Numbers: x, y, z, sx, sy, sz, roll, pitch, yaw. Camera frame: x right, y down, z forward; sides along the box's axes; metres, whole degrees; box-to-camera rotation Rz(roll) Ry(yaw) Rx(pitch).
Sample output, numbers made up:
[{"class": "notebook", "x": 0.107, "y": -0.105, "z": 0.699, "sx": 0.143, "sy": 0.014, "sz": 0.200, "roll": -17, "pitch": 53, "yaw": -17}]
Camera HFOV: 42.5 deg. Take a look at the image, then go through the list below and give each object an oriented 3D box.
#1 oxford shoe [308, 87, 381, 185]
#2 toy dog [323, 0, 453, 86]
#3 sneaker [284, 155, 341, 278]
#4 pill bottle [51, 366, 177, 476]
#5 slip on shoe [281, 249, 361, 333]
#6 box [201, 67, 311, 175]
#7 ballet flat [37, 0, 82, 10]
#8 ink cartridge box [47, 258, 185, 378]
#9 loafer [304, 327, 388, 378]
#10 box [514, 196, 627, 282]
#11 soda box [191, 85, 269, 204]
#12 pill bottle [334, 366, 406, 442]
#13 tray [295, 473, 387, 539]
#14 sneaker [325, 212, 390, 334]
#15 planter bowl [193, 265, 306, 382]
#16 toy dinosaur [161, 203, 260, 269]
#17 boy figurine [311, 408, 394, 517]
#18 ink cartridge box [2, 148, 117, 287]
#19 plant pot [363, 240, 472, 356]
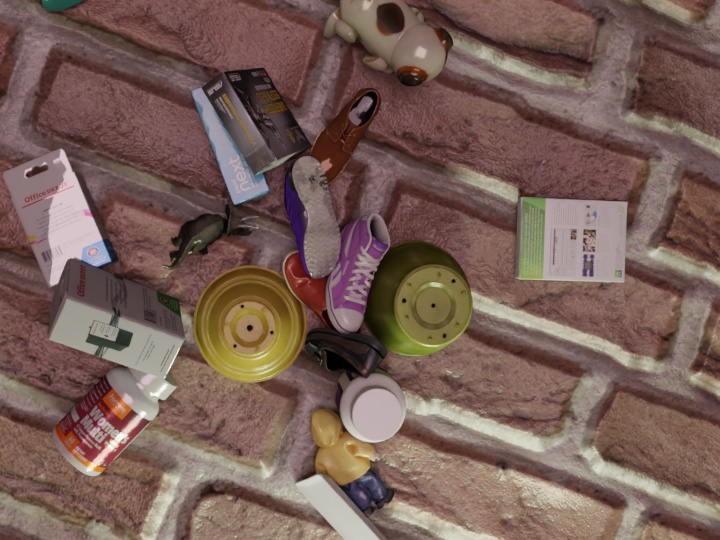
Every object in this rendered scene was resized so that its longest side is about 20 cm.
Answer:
[{"class": "oxford shoe", "x": -0.032, "y": -0.230, "z": 1.583, "sx": 0.071, "sy": 0.071, "sz": 0.202, "roll": 32, "pitch": 90, "yaw": -7}, {"class": "toy dog", "x": 0.061, "y": -0.399, "z": 1.532, "sx": 0.200, "sy": 0.194, "sz": 0.140, "roll": 42, "pitch": 75, "yaw": 1}, {"class": "sneaker", "x": -0.088, "y": -0.088, "z": 1.568, "sx": 0.068, "sy": 0.099, "sz": 0.204, "roll": -9, "pitch": 94, "yaw": -25}, {"class": "pill bottle", "x": -0.406, "y": 0.233, "z": 1.537, "sx": 0.110, "sy": 0.110, "sz": 0.200, "roll": 45, "pitch": 87, "yaw": -5}, {"class": "slip on shoe", "x": -0.062, "y": 0.048, "z": 1.585, "sx": 0.074, "sy": 0.061, "sz": 0.201, "roll": -37, "pitch": 96, "yaw": -17}, {"class": "box", "x": -0.164, "y": -0.247, "z": 1.503, "sx": 0.048, "sy": 0.200, "sz": 0.160, "roll": -31, "pitch": 94, "yaw": 18}, {"class": "ballet flat", "x": -0.454, "y": -0.504, "z": 1.544, "sx": 0.198, "sy": 0.071, "sz": 0.066, "roll": -29, "pitch": 67, "yaw": -7}, {"class": "ink cartridge box", "x": -0.392, "y": 0.076, "z": 1.484, "sx": 0.198, "sy": 0.147, "sz": 0.084, "roll": 24, "pitch": 107, "yaw": -24}, {"class": "loafer", "x": -0.038, "y": 0.139, "z": 1.529, "sx": 0.072, "sy": 0.198, "sz": 0.063, "roll": 44, "pitch": 64, "yaw": -28}, {"class": "box", "x": 0.375, "y": -0.055, "z": 1.647, "sx": 0.196, "sy": 0.036, "sz": 0.147, "roll": 2, "pitch": 91, "yaw": -7}, {"class": "soda box", "x": -0.219, "y": -0.217, "z": 1.567, "sx": 0.067, "sy": 0.064, "sz": 0.203, "roll": -21, "pitch": 94, "yaw": -5}, {"class": "pill bottle", "x": 0.017, "y": 0.221, "z": 1.534, "sx": 0.109, "sy": 0.200, "sz": 0.114, "roll": 0, "pitch": 92, "yaw": -5}, {"class": "tray", "x": -0.022, "y": 0.425, "z": 1.594, "sx": 0.200, "sy": 0.107, "sz": 0.022, "roll": 48, "pitch": 56, "yaw": -4}, {"class": "sneaker", "x": -0.001, "y": 0.000, "z": 1.536, "sx": 0.072, "sy": 0.114, "sz": 0.204, "roll": 15, "pitch": 68, "yaw": -28}, {"class": "planter bowl", "x": -0.187, "y": 0.094, "z": 1.569, "sx": 0.196, "sy": 0.083, "sz": 0.205, "roll": 0, "pitch": 91, "yaw": -6}, {"class": "toy dinosaur", "x": -0.266, "y": -0.062, "z": 1.533, "sx": 0.102, "sy": 0.199, "sz": 0.078, "roll": -36, "pitch": 83, "yaw": 33}, {"class": "boy figurine", "x": -0.029, "y": 0.331, "z": 1.600, "sx": 0.124, "sy": 0.064, "sz": 0.201, "roll": -36, "pitch": 92, "yaw": 19}, {"class": "ink cartridge box", "x": -0.498, "y": -0.087, "z": 1.539, "sx": 0.113, "sy": 0.068, "sz": 0.203, "roll": -22, "pitch": 94, "yaw": -4}, {"class": "plant pot", "x": 0.106, "y": 0.051, "z": 1.542, "sx": 0.196, "sy": 0.193, "sz": 0.205, "roll": 0, "pitch": 91, "yaw": -6}]
